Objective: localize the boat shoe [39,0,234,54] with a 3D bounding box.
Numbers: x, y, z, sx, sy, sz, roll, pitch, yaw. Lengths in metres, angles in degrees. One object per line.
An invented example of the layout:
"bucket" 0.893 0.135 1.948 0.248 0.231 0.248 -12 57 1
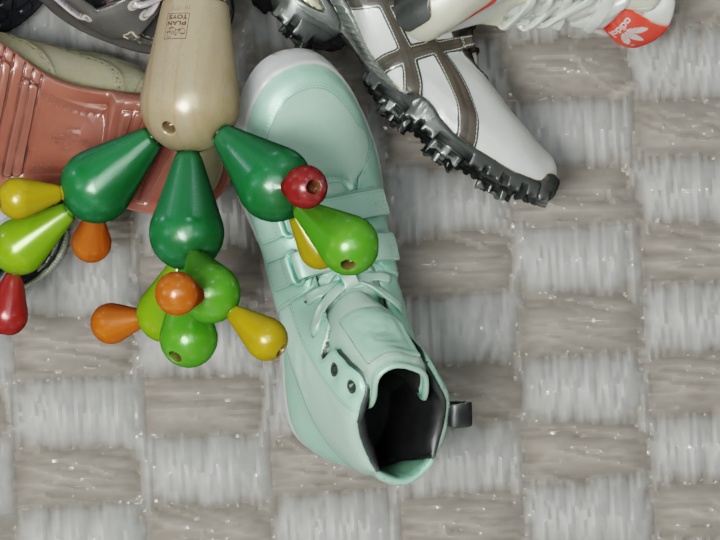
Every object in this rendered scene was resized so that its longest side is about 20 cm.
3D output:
"boat shoe" -0.132 -0.152 1.384 0.200 0.057 0.067 31 90 -33

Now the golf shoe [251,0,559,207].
"golf shoe" 0.032 -0.116 1.425 0.200 0.078 0.095 41 86 -2

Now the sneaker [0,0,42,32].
"sneaker" -0.177 -0.212 1.431 0.083 0.071 0.201 23 103 41

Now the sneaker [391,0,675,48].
"sneaker" 0.105 -0.141 1.404 0.199 0.070 0.094 -35 97 -36

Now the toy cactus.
"toy cactus" -0.086 -0.040 1.335 0.199 0.102 0.166 -3 81 38

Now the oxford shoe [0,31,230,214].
"oxford shoe" -0.158 -0.078 1.417 0.199 0.074 0.071 19 109 -7

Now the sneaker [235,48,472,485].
"sneaker" 0.000 0.000 1.372 0.073 0.118 0.202 -16 108 -21

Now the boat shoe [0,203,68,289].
"boat shoe" -0.229 0.020 1.410 0.198 0.066 0.075 -26 91 -3
